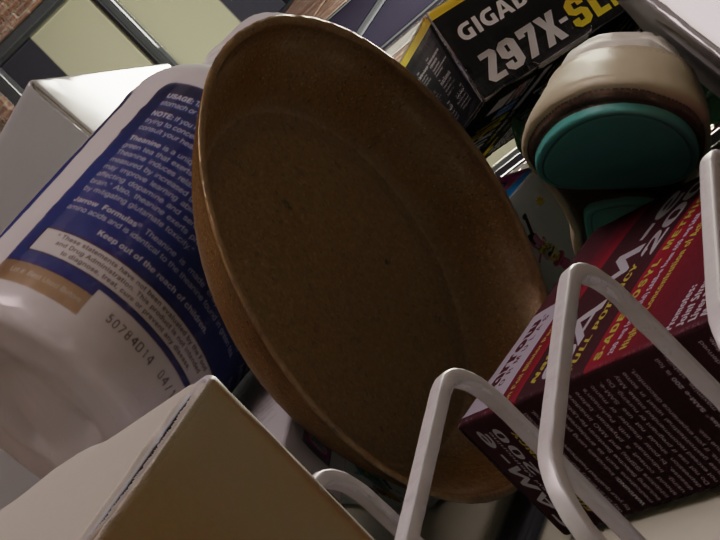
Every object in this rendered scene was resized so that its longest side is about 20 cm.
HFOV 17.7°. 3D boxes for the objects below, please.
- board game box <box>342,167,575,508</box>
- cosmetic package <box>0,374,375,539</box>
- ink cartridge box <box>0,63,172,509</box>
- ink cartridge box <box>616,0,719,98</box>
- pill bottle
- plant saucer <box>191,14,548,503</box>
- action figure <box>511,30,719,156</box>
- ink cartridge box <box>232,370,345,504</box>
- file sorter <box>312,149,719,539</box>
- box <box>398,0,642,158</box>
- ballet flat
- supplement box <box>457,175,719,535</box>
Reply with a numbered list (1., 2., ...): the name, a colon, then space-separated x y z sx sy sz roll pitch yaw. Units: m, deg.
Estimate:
1. board game box: 0.021 0.034 1.053 0.148 0.064 0.200 -49 12 -17
2. cosmetic package: -0.002 0.126 0.429 0.105 0.200 0.071 -34 15 45
3. ink cartridge box: -0.125 0.018 1.165 0.201 0.144 0.145 -56 -15 21
4. ink cartridge box: 0.195 -0.139 0.823 0.200 0.083 0.146 -45 45 2
5. pill bottle: -0.073 -0.012 0.943 0.200 0.111 0.111 -52 13 -33
6. plant saucer: 0.000 0.000 0.877 0.035 0.201 0.200 -29 17 33
7. action figure: 0.140 -0.081 0.958 0.199 0.055 0.118 -22 4 41
8. ink cartridge box: -0.048 0.073 0.913 0.095 0.037 0.200 -43 13 13
9. file sorter: 0.088 0.060 0.543 0.200 0.125 0.139 -40 12 22
10. box: 0.086 -0.107 1.042 0.159 0.050 0.200 -32 -5 -13
11. ballet flat: 0.095 -0.050 0.852 0.070 0.069 0.200 -47 -18 -10
12. supplement box: 0.126 0.011 0.747 0.109 0.061 0.200 -52 11 -32
